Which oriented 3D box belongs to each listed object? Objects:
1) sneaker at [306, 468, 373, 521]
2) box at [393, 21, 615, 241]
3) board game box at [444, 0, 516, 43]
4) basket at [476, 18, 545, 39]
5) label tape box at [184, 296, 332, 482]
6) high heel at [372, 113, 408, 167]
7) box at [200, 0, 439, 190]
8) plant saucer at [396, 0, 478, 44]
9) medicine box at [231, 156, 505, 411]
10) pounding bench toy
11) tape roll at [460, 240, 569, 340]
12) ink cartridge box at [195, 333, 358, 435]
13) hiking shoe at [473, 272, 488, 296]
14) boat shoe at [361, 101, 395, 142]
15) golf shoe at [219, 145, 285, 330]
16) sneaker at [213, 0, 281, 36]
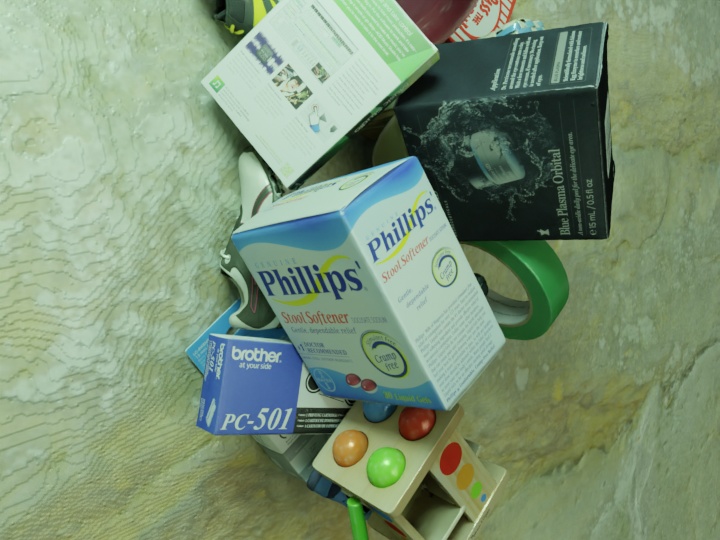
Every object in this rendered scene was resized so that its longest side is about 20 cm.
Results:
[{"bbox_3d":[0.005,0.254,0.799,0.074,0.082,0.200,-53,149,-4],"label":"sneaker"},{"bbox_3d":[0.164,-0.138,0.722,0.197,0.199,0.118,65,35,-43],"label":"box"},{"bbox_3d":[0.122,-0.374,0.893,0.200,0.046,0.152,27,78,-38],"label":"board game box"},{"bbox_3d":[0.183,-0.193,0.838,0.139,0.176,0.201,-36,105,-51],"label":"basket"},{"bbox_3d":[-0.082,0.118,0.765,0.143,0.066,0.200,-46,122,-26],"label":"label tape box"},{"bbox_3d":[0.086,-0.144,0.841,0.142,0.071,0.201,-33,146,-27],"label":"high heel"},{"bbox_3d":[-0.042,-0.199,0.666,0.200,0.036,0.145,-40,87,14],"label":"box"},{"bbox_3d":[0.042,-0.296,0.759,0.200,0.200,0.051,-21,78,-36],"label":"plant saucer"},{"bbox_3d":[0.004,0.017,0.625,0.103,0.182,0.201,-41,111,-34],"label":"medicine box"},{"bbox_3d":[0.030,0.234,0.691,0.200,0.124,0.156,-52,127,-22],"label":"pounding bench toy"},{"bbox_3d":[0.170,0.004,0.873,0.048,0.200,0.201,-46,121,-26],"label":"tape roll"},{"bbox_3d":[-0.068,0.123,0.708,0.199,0.044,0.095,10,86,-38],"label":"ink cartridge box"},{"bbox_3d":[0.097,0.091,0.829,0.200,0.074,0.087,-49,116,-14],"label":"hiking shoe"},{"bbox_3d":[0.032,-0.185,0.829,0.199,0.072,0.077,-25,122,-35],"label":"boat shoe"},{"bbox_3d":[-0.114,-0.035,0.715,0.088,0.077,0.201,-12,87,-9],"label":"golf shoe"},{"bbox_3d":[-0.108,-0.272,0.711,0.084,0.074,0.200,-37,125,-3],"label":"sneaker"}]
